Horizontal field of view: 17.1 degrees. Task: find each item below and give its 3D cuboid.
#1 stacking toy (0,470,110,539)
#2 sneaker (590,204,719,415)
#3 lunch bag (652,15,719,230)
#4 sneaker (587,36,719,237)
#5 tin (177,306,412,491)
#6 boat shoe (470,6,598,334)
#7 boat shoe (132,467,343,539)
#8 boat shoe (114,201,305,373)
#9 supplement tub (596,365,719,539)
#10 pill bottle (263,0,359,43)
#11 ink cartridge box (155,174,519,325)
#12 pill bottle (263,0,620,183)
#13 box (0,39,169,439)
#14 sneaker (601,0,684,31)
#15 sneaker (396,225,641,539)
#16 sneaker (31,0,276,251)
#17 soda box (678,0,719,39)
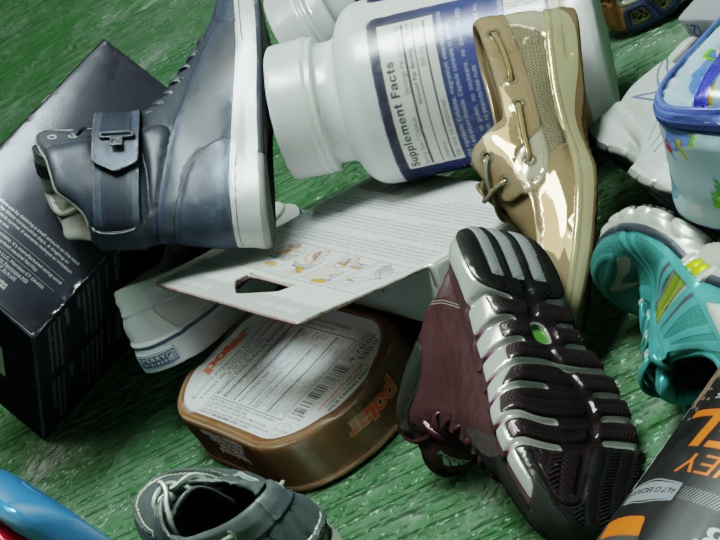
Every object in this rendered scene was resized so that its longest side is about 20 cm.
[{"bbox_3d":[-0.216,0.217,1.317,0.201,0.116,0.110,-58,32,-8],"label":"stacking toy"},{"bbox_3d":[0.156,0.025,1.141,0.080,0.077,0.200,-51,24,-3],"label":"sneaker"},{"bbox_3d":[0.238,-0.093,1.139,0.160,0.083,0.200,8,37,36],"label":"lunch bag"},{"bbox_3d":[0.180,-0.072,1.247,0.087,0.074,0.200,-56,24,9],"label":"sneaker"},{"bbox_3d":[-0.037,0.067,1.392,0.112,0.042,0.200,-43,23,-18],"label":"tin"},{"bbox_3d":[0.091,-0.052,1.286,0.064,0.071,0.201,-1,56,0],"label":"boat shoe"},{"bbox_3d":[-0.078,0.129,1.307,0.073,0.062,0.200,-47,25,-17],"label":"boat shoe"},{"bbox_3d":[-0.091,-0.008,1.525,0.073,0.066,0.200,-19,16,28],"label":"boat shoe"},{"bbox_3d":[0.163,0.106,0.919,0.122,0.123,0.200,-2,44,54],"label":"supplement tub"},{"bbox_3d":[0.035,-0.212,1.684,0.199,0.112,0.112,-32,24,15],"label":"pill bottle"},{"bbox_3d":[0.000,0.000,1.379,0.175,0.045,0.200,-27,18,-22],"label":"ink cartridge box"},{"bbox_3d":[0.049,-0.114,1.421,0.198,0.112,0.111,-12,30,10],"label":"pill bottle"},{"bbox_3d":[-0.187,-0.016,1.559,0.182,0.104,0.200,-48,-11,-21],"label":"box"},{"bbox_3d":[0.221,-0.222,1.476,0.199,0.075,0.088,-18,31,38],"label":"sneaker"},{"bbox_3d":[0.071,0.082,1.187,0.116,0.075,0.201,-60,29,36],"label":"sneaker"},{"bbox_3d":[-0.123,-0.096,1.449,0.145,0.077,0.203,-5,50,7],"label":"sneaker"},{"bbox_3d":[0.272,-0.184,1.346,0.200,0.064,0.068,-48,26,-18],"label":"soda box"}]
